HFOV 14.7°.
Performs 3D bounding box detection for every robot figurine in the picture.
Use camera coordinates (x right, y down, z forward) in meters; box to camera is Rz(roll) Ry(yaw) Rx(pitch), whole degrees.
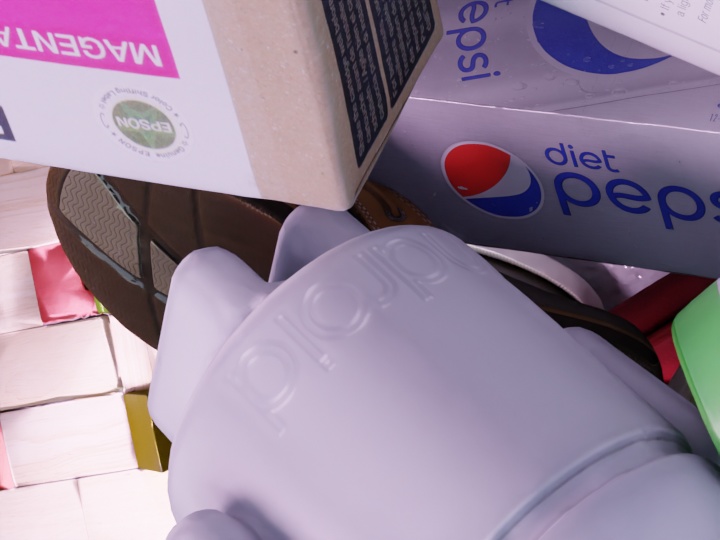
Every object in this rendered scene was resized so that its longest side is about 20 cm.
[{"bbox_3d":[0.027,0.067,0.745,0.200,0.169,0.113,42,141,27],"label":"robot figurine"}]

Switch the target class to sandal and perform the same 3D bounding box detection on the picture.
[{"bbox_3d":[0.000,0.000,0.848,0.199,0.055,0.082,17,137,-9],"label":"sandal"}]

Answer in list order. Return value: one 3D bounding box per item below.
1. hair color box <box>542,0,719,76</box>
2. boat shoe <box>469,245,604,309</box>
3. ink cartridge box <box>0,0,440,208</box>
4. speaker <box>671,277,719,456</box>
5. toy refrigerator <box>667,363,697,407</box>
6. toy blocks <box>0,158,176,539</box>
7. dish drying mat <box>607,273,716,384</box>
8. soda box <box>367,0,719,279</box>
[{"bbox_3d":[0.054,-0.127,0.745,0.199,0.061,0.100,24,146,8],"label":"hair color box"},{"bbox_3d":[-0.012,0.023,0.982,0.201,0.060,0.072,4,139,28],"label":"boat shoe"},{"bbox_3d":[-0.093,-0.108,0.737,0.199,0.075,0.165,8,140,22],"label":"ink cartridge box"},{"bbox_3d":[0.185,0.002,0.718,0.199,0.089,0.089,-27,125,11],"label":"speaker"},{"bbox_3d":[0.180,0.058,0.794,0.199,0.076,0.070,-4,117,31],"label":"toy refrigerator"},{"bbox_3d":[-0.107,0.018,0.934,0.136,0.100,0.201,-10,92,28],"label":"toy blocks"},{"bbox_3d":[0.096,0.037,0.928,0.077,0.018,0.200,15,147,-32],"label":"dish drying mat"},{"bbox_3d":[0.083,-0.045,0.827,0.199,0.064,0.068,8,142,29],"label":"soda box"}]
